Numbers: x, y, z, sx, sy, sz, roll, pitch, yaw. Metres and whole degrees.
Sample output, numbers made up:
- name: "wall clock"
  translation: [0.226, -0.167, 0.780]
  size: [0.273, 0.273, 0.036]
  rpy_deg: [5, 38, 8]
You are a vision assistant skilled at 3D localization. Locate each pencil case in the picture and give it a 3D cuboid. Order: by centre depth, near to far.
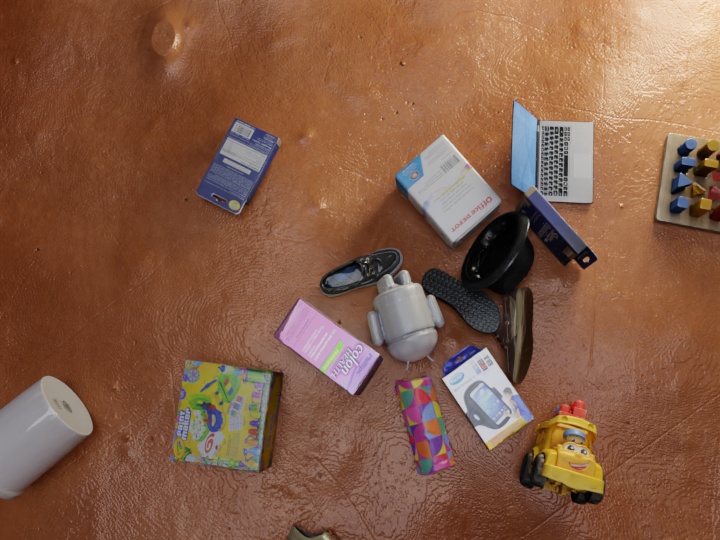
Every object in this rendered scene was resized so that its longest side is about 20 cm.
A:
- name: "pencil case"
  translation: [0.132, 0.319, 1.380]
  size: [0.087, 0.088, 0.203]
  rpy_deg: [-15, 77, 2]

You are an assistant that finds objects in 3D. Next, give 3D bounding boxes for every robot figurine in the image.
- name: "robot figurine"
  translation: [0.095, 0.105, 1.403]
  size: [0.167, 0.113, 0.203]
  rpy_deg: [-16, 79, -15]

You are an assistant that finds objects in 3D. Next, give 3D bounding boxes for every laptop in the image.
- name: "laptop"
  translation: [0.419, -0.255, 1.441]
  size: [0.196, 0.116, 0.191]
  rpy_deg: [3, 80, 6]

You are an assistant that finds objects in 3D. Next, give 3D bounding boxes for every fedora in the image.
- name: "fedora"
  translation: [0.305, -0.024, 1.404]
  size: [0.091, 0.200, 0.202]
  rpy_deg: [36, 84, -20]

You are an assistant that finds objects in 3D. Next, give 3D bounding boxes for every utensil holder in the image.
- name: "utensil holder"
  translation: [-0.697, 0.348, 1.403]
  size: [0.199, 0.170, 0.171]
  rpy_deg: [-38, 79, -6]

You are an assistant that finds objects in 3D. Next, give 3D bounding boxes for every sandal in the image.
- name: "sandal"
  translation: [0.223, 0.064, 1.440]
  size: [0.200, 0.048, 0.076]
  rpy_deg: [38, 85, 23]

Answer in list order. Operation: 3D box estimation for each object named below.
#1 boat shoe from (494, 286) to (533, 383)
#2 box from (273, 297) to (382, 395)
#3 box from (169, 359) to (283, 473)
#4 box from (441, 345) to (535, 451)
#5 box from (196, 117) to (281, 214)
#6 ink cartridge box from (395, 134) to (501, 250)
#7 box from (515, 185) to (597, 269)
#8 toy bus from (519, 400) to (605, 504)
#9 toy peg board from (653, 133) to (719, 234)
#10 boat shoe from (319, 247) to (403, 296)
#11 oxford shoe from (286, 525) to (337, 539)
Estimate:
- name: "boat shoe"
  translation: [0.322, 0.136, 1.411]
  size: [0.071, 0.072, 0.204]
  rpy_deg: [1, 87, 36]
- name: "box"
  translation: [-0.061, 0.162, 1.375]
  size: [0.199, 0.176, 0.097]
  rpy_deg: [34, 84, 9]
- name: "box"
  translation: [-0.276, 0.302, 1.395]
  size: [0.189, 0.122, 0.204]
  rpy_deg: [7, 81, 6]
- name: "box"
  translation: [0.261, 0.260, 1.399]
  size: [0.118, 0.041, 0.201]
  rpy_deg: [-34, 81, -2]
- name: "box"
  translation: [-0.282, -0.237, 1.532]
  size: [0.120, 0.032, 0.202]
  rpy_deg: [26, 81, 9]
- name: "ink cartridge box"
  translation: [0.192, -0.169, 1.460]
  size: [0.144, 0.085, 0.201]
  rpy_deg: [-39, 78, -3]
- name: "box"
  translation: [0.411, -0.080, 1.406]
  size: [0.032, 0.121, 0.201]
  rpy_deg: [-39, 79, -4]
- name: "toy bus"
  translation: [0.406, 0.344, 1.297]
  size: [0.134, 0.200, 0.195]
  rpy_deg: [17, 74, 7]
- name: "toy peg board"
  translation: [0.753, -0.194, 1.410]
  size: [0.196, 0.098, 0.204]
  rpy_deg: [12, 80, 7]
- name: "boat shoe"
  translation: [0.000, 0.000, 1.455]
  size: [0.197, 0.066, 0.071]
  rpy_deg: [-19, 79, 1]
- name: "oxford shoe"
  translation: [-0.060, 0.574, 1.355]
  size: [0.196, 0.071, 0.076]
  rpy_deg: [11, 75, 6]
